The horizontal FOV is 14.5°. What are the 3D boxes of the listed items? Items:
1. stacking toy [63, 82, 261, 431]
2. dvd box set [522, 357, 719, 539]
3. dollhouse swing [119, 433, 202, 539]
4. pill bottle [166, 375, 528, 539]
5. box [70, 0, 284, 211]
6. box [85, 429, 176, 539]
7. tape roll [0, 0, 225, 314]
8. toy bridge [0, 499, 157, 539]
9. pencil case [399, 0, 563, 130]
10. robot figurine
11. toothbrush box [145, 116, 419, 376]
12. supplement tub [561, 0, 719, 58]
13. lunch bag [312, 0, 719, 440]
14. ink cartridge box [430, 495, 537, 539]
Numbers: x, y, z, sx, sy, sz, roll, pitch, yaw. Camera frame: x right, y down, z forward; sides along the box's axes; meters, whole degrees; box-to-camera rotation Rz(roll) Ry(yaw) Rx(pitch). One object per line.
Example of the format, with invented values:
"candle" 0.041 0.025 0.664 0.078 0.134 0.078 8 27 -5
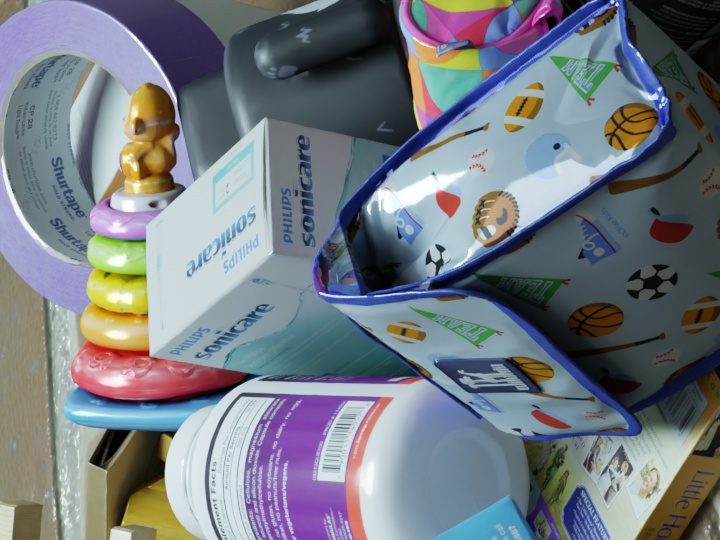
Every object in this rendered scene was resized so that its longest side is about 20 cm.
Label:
"stacking toy" -0.119 -0.010 1.642 0.110 0.116 0.200 2 106 19
"dvd box set" 0.129 0.092 1.477 0.200 0.029 0.146 -62 33 30
"dollhouse swing" -0.058 0.225 1.644 0.176 0.181 0.200 -126 50 -79
"pill bottle" -0.013 0.113 1.524 0.200 0.112 0.113 -1 79 48
"box" -0.123 -0.079 1.892 0.200 0.124 0.098 -57 36 35
"box" -0.135 0.138 1.791 0.164 0.021 0.200 -62 -15 -45
"tape roll" -0.157 -0.075 1.777 0.200 0.066 0.201 12 109 38
"toy bridge" -0.135 0.184 1.660 0.200 0.027 0.067 8 95 34
"pencil case" 0.072 -0.065 1.429 0.088 0.088 0.200 -116 10 -47
"robot figurine" -0.002 -0.100 1.617 0.150 0.200 0.125 -72 -39 -71
"toothbrush box" 0.000 0.000 1.565 0.146 0.200 0.085 -39 49 51
"supplement tub" 0.125 -0.148 1.471 0.200 0.122 0.123 -42 46 48
"lunch bag" 0.100 -0.007 1.359 0.200 0.170 0.124 -33 45 19
"ink cartridge box" 0.032 0.238 1.361 0.200 0.146 0.147 -29 59 0
